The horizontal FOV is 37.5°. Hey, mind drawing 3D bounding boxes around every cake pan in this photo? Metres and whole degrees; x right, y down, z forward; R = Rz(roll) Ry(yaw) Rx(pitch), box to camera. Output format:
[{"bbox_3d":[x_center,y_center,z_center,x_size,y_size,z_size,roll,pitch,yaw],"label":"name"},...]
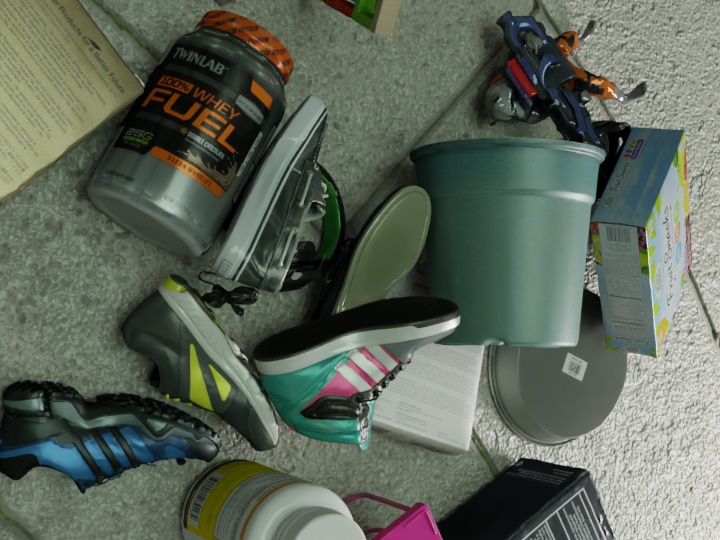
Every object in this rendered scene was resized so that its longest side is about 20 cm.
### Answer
[{"bbox_3d":[0.238,0.107,1.238,0.199,0.037,0.202,0,91,-32],"label":"cake pan"}]

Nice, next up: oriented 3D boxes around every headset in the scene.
[{"bbox_3d":[-0.077,-0.030,1.008,0.200,0.094,0.124,-46,118,-37],"label":"headset"}]

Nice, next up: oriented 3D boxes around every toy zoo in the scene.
[{"bbox_3d":[-0.008,-0.313,1.003,0.020,0.200,0.132,2,115,-31],"label":"toy zoo"}]

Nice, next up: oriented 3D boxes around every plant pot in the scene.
[{"bbox_3d":[0.149,-0.021,1.082,0.199,0.200,0.198,2,86,-31],"label":"plant pot"}]

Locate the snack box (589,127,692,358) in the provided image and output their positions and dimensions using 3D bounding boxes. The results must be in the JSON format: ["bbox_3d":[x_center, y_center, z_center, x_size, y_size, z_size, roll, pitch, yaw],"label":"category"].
[{"bbox_3d":[0.321,-0.031,1.199,0.169,0.067,0.201,-57,142,-37],"label":"snack box"}]

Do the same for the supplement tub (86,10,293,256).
[{"bbox_3d":[-0.146,-0.124,0.953,0.122,0.122,0.201,34,73,-27],"label":"supplement tub"}]

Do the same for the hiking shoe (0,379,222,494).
[{"bbox_3d":[-0.224,0.155,0.944,0.199,0.074,0.087,14,90,-21],"label":"hiking shoe"}]

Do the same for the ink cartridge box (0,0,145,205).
[{"bbox_3d":[-0.308,-0.179,0.881,0.165,0.075,0.200,-44,110,-25],"label":"ink cartridge box"}]

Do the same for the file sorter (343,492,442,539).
[{"bbox_3d":[0.017,0.342,1.052,0.139,0.125,0.201,-31,107,-28],"label":"file sorter"}]

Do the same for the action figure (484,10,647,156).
[{"bbox_3d":[0.225,-0.193,1.195,0.192,0.105,0.201,-17,74,-25],"label":"action figure"}]

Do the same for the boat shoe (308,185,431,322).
[{"bbox_3d":[0.002,0.001,1.053,0.074,0.066,0.200,15,102,-36],"label":"boat shoe"}]

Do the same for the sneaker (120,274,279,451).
[{"bbox_3d":[-0.148,0.098,0.993,0.084,0.074,0.201,-33,112,-3],"label":"sneaker"}]

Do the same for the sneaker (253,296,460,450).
[{"bbox_3d":[0.007,0.104,1.003,0.199,0.084,0.122,-15,112,-10],"label":"sneaker"}]

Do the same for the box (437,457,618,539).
[{"bbox_3d":[0.179,0.344,1.152,0.198,0.123,0.201,-31,104,-29],"label":"box"}]

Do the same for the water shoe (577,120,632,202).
[{"bbox_3d":[0.246,-0.096,1.218,0.071,0.079,0.201,38,71,-25],"label":"water shoe"}]

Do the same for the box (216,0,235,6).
[{"bbox_3d":[-0.178,-0.333,0.981,0.200,0.039,0.042,46,67,-23],"label":"box"}]

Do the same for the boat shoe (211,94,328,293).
[{"bbox_3d":[-0.065,-0.065,0.948,0.071,0.072,0.201,30,63,-13],"label":"boat shoe"}]

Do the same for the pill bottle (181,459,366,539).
[{"bbox_3d":[-0.077,0.237,0.951,0.109,0.200,0.110,0,91,-31],"label":"pill bottle"}]

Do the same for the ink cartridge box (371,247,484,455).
[{"bbox_3d":[0.059,0.080,1.132,0.160,0.050,0.201,23,66,-29],"label":"ink cartridge box"}]
